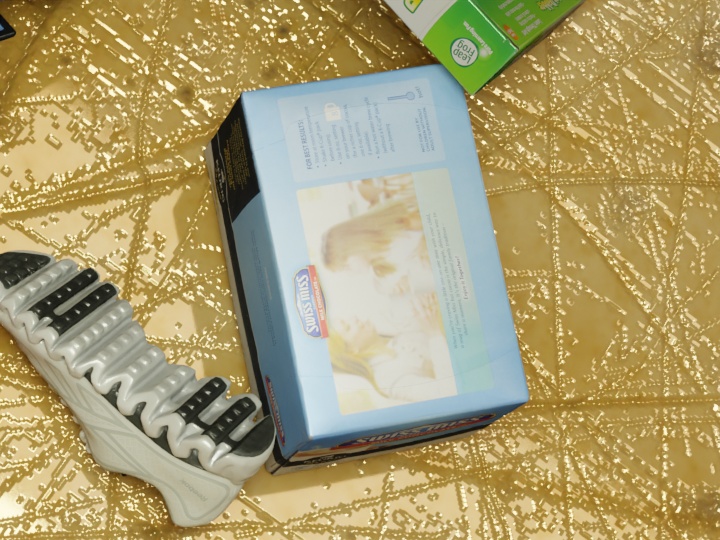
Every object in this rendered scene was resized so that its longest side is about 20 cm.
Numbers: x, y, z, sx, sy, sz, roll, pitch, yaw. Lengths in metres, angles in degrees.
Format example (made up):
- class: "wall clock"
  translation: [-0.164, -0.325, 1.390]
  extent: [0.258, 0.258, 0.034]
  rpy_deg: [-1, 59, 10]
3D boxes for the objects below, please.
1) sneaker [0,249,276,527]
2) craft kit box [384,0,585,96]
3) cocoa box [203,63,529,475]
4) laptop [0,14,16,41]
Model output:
- class: "sneaker"
  translation: [-0.143, 0.066, 1.329]
  extent: [0.200, 0.081, 0.075]
  rpy_deg: [39, 36, 14]
- class: "craft kit box"
  translation: [0.036, -0.204, 1.378]
  extent: [0.198, 0.200, 0.049]
  rpy_deg: [45, 113, 2]
- class: "cocoa box"
  translation: [0.000, 0.000, 1.344]
  extent: [0.133, 0.131, 0.201]
  rpy_deg: [-9, 80, -15]
- class: "laptop"
  translation: [-0.312, -0.182, 1.328]
  extent: [0.177, 0.103, 0.201]
  rpy_deg: [-19, 82, -17]
